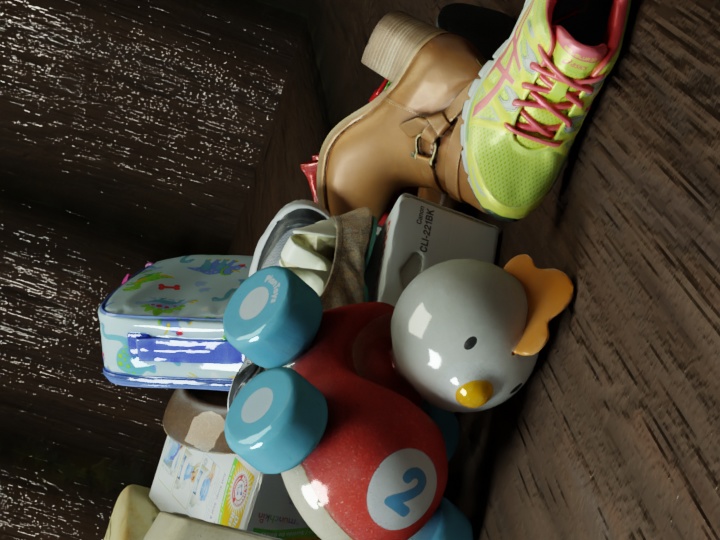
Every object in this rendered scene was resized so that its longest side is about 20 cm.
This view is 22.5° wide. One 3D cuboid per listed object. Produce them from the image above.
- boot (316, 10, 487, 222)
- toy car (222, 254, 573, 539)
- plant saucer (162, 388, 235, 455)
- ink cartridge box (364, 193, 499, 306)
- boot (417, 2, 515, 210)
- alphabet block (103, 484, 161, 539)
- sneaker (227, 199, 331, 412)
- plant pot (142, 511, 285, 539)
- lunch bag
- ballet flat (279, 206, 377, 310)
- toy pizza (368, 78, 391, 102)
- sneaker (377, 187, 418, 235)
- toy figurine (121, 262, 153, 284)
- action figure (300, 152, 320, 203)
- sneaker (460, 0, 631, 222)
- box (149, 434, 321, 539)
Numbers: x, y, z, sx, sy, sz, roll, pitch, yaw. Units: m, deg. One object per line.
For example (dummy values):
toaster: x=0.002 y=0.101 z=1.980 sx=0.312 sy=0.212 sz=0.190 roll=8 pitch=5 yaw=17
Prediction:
boot: x=0.049 y=-0.080 z=1.373 sx=0.155 sy=0.073 sz=0.201 roll=38 pitch=127 yaw=34
toy car: x=0.047 y=0.066 z=1.120 sx=0.199 sy=0.184 sz=0.177 roll=-32 pitch=36 yaw=22
plant saucer: x=-0.074 y=0.100 z=1.548 sx=0.200 sy=0.199 sz=0.035 roll=-100 pitch=0 yaw=-70
ink cartridge box: x=0.026 y=0.061 z=1.363 sx=0.200 sy=0.083 sz=0.145 roll=118 pitch=167 yaw=-53
boot: x=0.079 y=-0.105 z=1.512 sx=0.189 sy=0.068 sz=0.201 roll=-93 pitch=12 yaw=-53
alphabet block: x=-0.149 y=0.328 z=1.584 sx=0.200 sy=0.194 sz=0.197 roll=-122 pitch=52 yaw=-77
sneaker: x=-0.054 y=0.051 z=1.380 sx=0.114 sy=0.075 sz=0.201 roll=-112 pitch=35 yaw=-77
plant pot: x=-0.097 y=0.275 z=1.306 sx=0.200 sy=0.199 sz=0.178 roll=152 pitch=131 yaw=-77
lunch bag: x=-0.115 y=0.046 z=1.535 sx=0.161 sy=0.199 sz=0.083 roll=-53 pitch=-39 yaw=-67
ballet flat: x=-0.025 y=0.003 z=1.306 sx=0.200 sy=0.067 sz=0.068 roll=-88 pitch=19 yaw=-61
toy pizza: x=0.012 y=-0.127 z=1.606 sx=0.201 sy=0.032 sz=0.200 roll=-56 pitch=6 yaw=9
sneaker: x=0.025 y=-0.076 z=1.667 sx=0.200 sy=0.077 sz=0.085 roll=-102 pitch=36 yaw=-71
toy figurine: x=-0.342 y=0.045 z=3.279 sx=0.150 sy=0.183 sz=0.201 roll=-90 pitch=20 yaw=-61
action figure: x=0.000 y=0.000 z=1.508 sx=0.065 sy=0.051 sz=0.201 roll=-59 pitch=-43 yaw=-74
sneaker: x=0.123 y=-0.127 z=1.166 sx=0.090 sy=0.078 sz=0.201 roll=-146 pitch=74 yaw=-78
box: x=-0.088 y=0.193 z=1.552 sx=0.200 sy=0.112 sz=0.102 roll=32 pitch=106 yaw=61
